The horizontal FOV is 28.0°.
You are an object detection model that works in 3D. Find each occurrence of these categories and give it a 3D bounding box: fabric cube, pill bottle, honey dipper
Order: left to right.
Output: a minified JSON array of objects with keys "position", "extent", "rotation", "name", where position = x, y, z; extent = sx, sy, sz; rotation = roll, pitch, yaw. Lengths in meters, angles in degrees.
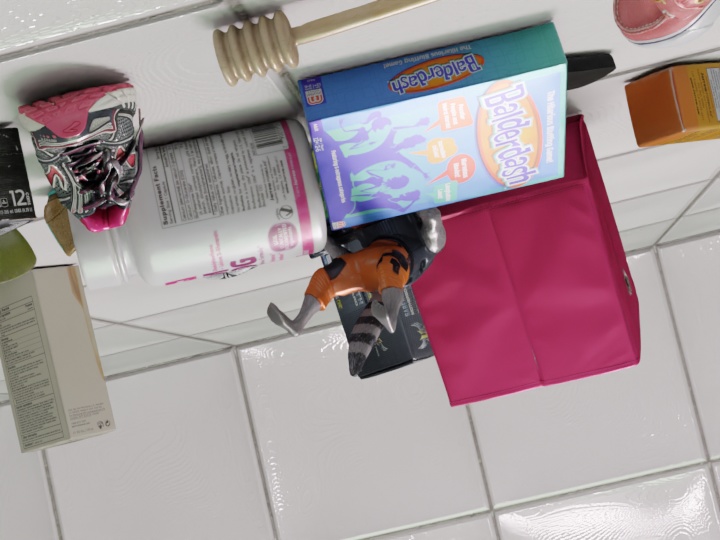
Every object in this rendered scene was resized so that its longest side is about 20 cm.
[{"position":[-0.135,-0.051,1.188],"extent":[0.199,0.114,0.113],"rotation":[-12,174,-6],"name":"pill bottle"},{"position":[0.008,-0.159,0.890],"extent":[0.199,0.038,0.038],"rotation":[-16,173,7],"name":"honey dipper"},{"position":[0.159,-0.013,1.445],"extent":[0.199,0.200,0.196],"rotation":[-14,-159,14],"name":"fabric cube"}]

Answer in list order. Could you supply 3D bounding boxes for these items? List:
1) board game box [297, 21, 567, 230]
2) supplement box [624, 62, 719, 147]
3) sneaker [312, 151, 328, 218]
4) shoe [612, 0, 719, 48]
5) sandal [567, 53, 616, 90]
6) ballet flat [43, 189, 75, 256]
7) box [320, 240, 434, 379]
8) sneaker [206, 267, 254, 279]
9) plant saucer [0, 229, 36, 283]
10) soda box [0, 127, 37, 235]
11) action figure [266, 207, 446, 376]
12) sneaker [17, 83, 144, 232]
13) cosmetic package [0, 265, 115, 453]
[{"position":[0.061,-0.109,1.133],"extent":[0.199,0.045,0.152],"rotation":[-14,148,0],"name":"board game box"},{"position":[0.352,-0.164,1.406],"extent":[0.199,0.069,0.066],"rotation":[-11,176,-35],"name":"supplement box"},{"position":[0.041,-0.088,1.359],"extent":[0.199,0.084,0.074],"rotation":[-13,173,-8],"name":"sneaker"},{"position":[0.184,-0.189,0.852],"extent":[0.091,0.072,0.200],"rotation":[-9,167,-25],"name":"shoe"},{"position":[0.132,-0.146,1.203],"extent":[0.199,0.045,0.075],"rotation":[-10,173,-26],"name":"sandal"},{"position":[-0.178,-0.051,1.285],"extent":[0.199,0.073,0.068],"rotation":[-11,174,-17],"name":"ballet flat"},{"position":[0.019,0.023,1.761],"extent":[0.051,0.201,0.158],"rotation":[-16,176,-28],"name":"box"},{"position":[-0.090,-0.038,1.555],"extent":[0.199,0.075,0.115],"rotation":[-20,168,29],"name":"sneaker"},{"position":[-0.345,-0.023,1.087],"extent":[0.199,0.031,0.200],"rotation":[5,-165,-1],"name":"plant saucer"},{"position":[-0.327,-0.052,0.976],"extent":[0.199,0.071,0.063],"rotation":[-9,173,-40],"name":"soda box"},{"position":[0.000,0.000,1.255],"extent":[0.200,0.105,0.194],"rotation":[-18,-159,40],"name":"action figure"},{"position":[-0.185,-0.080,1.011],"extent":[0.080,0.075,0.200],"rotation":[-13,173,-4],"name":"sneaker"},{"position":[-0.361,0.103,1.683],"extent":[0.105,0.201,0.071],"rotation":[-17,174,41],"name":"cosmetic package"}]
